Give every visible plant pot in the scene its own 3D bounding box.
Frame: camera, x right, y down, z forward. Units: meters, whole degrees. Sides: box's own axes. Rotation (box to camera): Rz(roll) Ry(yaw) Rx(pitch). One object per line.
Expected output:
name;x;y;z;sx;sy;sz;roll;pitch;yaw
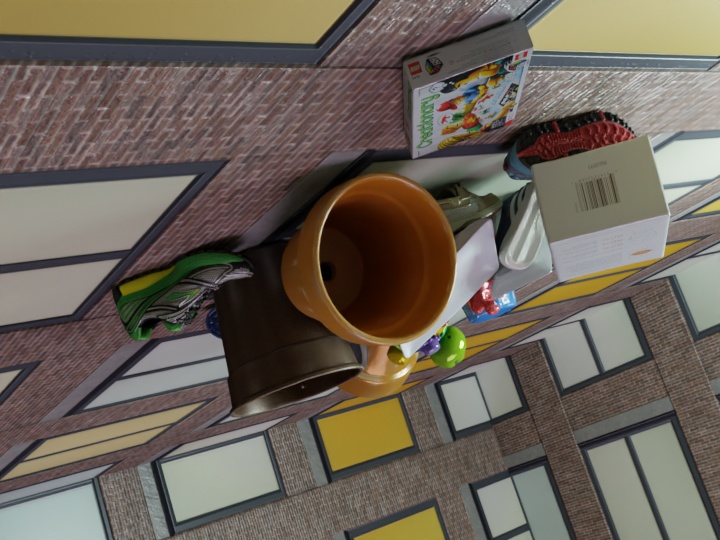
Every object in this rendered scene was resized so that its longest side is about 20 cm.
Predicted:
plant pot;-0.119;0.080;1.376;0.197;0.202;0.201;-19;167;-5
plant pot;-0.008;-0.007;1.225;0.197;0.205;0.182;-12;-179;-29
plant pot;0.030;0.089;1.706;0.197;0.202;0.184;-11;149;-31

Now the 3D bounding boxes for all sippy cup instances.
sippy cup;0.227;0.022;1.813;0.138;0.133;0.177;-26;166;28

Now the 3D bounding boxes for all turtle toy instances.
turtle toy;0.102;0.081;1.553;0.099;0.147;0.201;4;144;36

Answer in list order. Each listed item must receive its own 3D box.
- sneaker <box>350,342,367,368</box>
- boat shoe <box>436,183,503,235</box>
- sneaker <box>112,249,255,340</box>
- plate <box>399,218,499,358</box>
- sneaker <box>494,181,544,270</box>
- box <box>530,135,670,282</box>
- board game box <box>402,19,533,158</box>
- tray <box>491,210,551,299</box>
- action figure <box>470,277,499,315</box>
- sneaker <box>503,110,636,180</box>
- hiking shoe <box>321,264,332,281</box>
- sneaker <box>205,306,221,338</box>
sneaker;-0.041;0.101;1.548;0.104;0.076;0.201;-2;151;0
boat shoe;0.135;-0.087;1.377;0.074;0.067;0.199;-32;175;38
sneaker;-0.225;0.032;1.281;0.197;0.087;0.078;-23;167;10
plate;0.113;0.023;1.374;0.200;0.032;0.200;-44;159;-6
sneaker;0.251;-0.105;1.421;0.074;0.085;0.202;23;107;-26
box;0.312;-0.074;1.265;0.149;0.109;0.200;-14;163;11
board game box;0.107;-0.183;1.013;0.124;0.035;0.200;-20;167;-1
tray;0.243;-0.052;1.507;0.106;0.202;0.022;-28;124;31
action figure;0.203;0.007;1.566;0.097;0.201;0.066;-6;125;-10
sneaker;0.279;-0.161;1.307;0.196;0.081;0.095;-5;168;-19
hiking shoe;0.000;0.000;1.505;0.099;0.077;0.200;-11;164;-22
sneaker;-0.151;0.070;1.576;0.195;0.072;0.078;-8;-177;-3
